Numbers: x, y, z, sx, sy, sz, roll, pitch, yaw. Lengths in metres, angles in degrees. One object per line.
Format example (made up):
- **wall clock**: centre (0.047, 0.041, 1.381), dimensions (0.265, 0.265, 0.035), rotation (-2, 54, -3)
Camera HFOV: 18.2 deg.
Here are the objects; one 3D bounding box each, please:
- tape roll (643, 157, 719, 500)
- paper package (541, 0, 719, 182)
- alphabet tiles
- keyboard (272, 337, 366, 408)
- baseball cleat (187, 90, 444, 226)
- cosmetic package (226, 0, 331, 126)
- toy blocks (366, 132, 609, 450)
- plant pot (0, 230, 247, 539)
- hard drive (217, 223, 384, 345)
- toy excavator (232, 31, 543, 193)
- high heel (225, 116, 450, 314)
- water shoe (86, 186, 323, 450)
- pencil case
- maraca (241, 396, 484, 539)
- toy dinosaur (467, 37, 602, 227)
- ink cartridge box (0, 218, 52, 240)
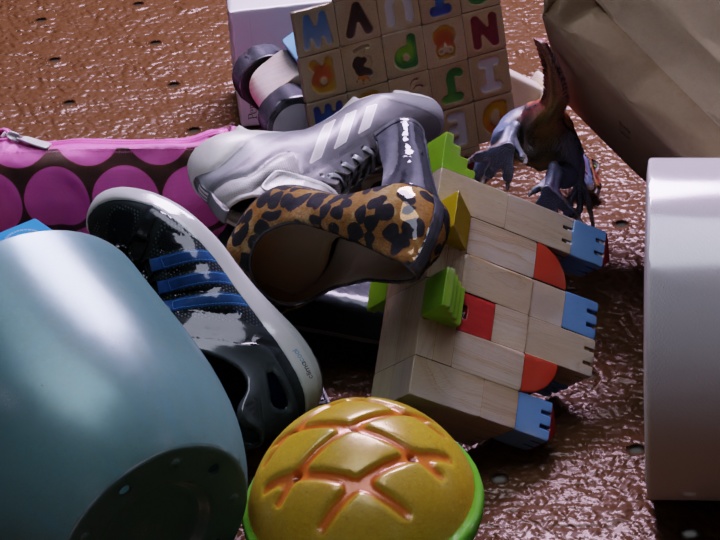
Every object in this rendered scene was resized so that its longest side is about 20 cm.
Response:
- **tape roll**: centre (0.234, 0.034, 1.302), dimensions (0.139, 0.203, 0.203), rotation (-1, 31, 8)
- **paper package**: centre (0.221, -0.114, 1.486), dimensions (0.103, 0.200, 0.191), rotation (-43, 76, -2)
- **alphabet tiles**: centre (0.034, -0.141, 1.627), dimensions (0.166, 0.201, 0.006), rotation (-17, 21, -22)
- **keyboard**: centre (-0.058, 0.044, 1.498), dimensions (0.127, 0.021, 0.200), rotation (-9, 33, -13)
- **baseball cleat**: centre (-0.017, -0.064, 1.551), dimensions (0.200, 0.070, 0.107), rotation (-16, 48, -23)
- **cosmetic package**: centre (-0.005, -0.188, 1.800), dimensions (0.199, 0.108, 0.085), rotation (-8, 32, -3)
- **toy blocks**: centre (0.086, 0.033, 1.400), dimensions (0.136, 0.100, 0.201), rotation (20, 64, -23)
- **plant pot**: centre (-0.157, 0.104, 1.253), dimensions (0.200, 0.201, 0.161), rotation (-24, 47, -30)
- **hard drive**: centre (0.000, 0.000, 1.521), dimensions (0.199, 0.033, 0.140), rotation (11, 30, 12)
- **toy excavator**: centre (0.035, -0.126, 1.681), dimensions (0.200, 0.195, 0.100), rotation (-36, 33, 3)
- **high heel**: centre (-0.029, 0.003, 1.380), dimensions (0.200, 0.071, 0.143), rotation (-41, 28, 21)
- **water shoe**: centre (-0.110, 0.026, 1.390), dimensions (0.200, 0.072, 0.079), rotation (41, 48, 17)
- **pencil case**: centre (-0.173, -0.066, 1.629), dimensions (0.199, 0.094, 0.091), rotation (-2, 30, 3)
- **maraca**: centre (0.003, 0.142, 1.241), dimensions (0.137, 0.107, 0.200), rotation (-12, 31, 1)
- **toy dinosaur**: centre (0.142, -0.087, 1.574), dimensions (0.105, 0.200, 0.182), rotation (30, 31, 4)
- **ink cartridge box**: centre (-0.204, 0.048, 1.466), dimensions (0.116, 0.067, 0.200), rotation (-25, 37, -31)
